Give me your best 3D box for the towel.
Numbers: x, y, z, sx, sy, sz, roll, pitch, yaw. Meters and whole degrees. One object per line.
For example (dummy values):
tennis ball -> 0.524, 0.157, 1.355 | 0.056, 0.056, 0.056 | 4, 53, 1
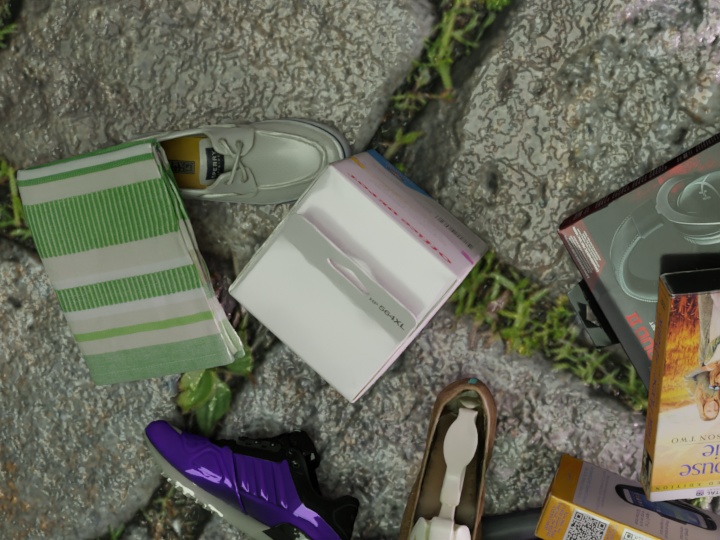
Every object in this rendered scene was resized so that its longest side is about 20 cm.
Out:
towel -> -0.191, -0.004, 1.264 | 0.152, 0.023, 0.201 | -10, 112, 25

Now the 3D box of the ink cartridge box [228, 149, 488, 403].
ink cartridge box -> 0.000, 0.000, 1.166 | 0.128, 0.200, 0.125 | 41, 104, 4

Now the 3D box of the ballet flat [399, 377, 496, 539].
ballet flat -> 0.070, 0.179, 1.207 | 0.068, 0.072, 0.201 | 12, 76, 6

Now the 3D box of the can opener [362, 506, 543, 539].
can opener -> 0.071, 0.238, 1.253 | 0.199, 0.067, 0.054 | -14, 96, 14

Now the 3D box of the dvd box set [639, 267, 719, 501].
dvd box set -> 0.286, 0.084, 1.140 | 0.146, 0.029, 0.201 | -4, 126, -4

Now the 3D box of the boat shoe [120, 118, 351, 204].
boat shoe -> -0.109, -0.087, 1.244 | 0.199, 0.070, 0.071 | 2, 99, 13

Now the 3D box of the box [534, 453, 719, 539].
box -> 0.238, 0.209, 1.186 | 0.199, 0.119, 0.042 | 23, 102, 9

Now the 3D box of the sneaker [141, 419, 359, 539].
sneaker -> -0.085, 0.168, 1.283 | 0.200, 0.070, 0.100 | 34, 83, 15

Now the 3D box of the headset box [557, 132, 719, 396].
headset box -> 0.256, -0.009, 1.173 | 0.200, 0.077, 0.149 | -29, 91, 13
